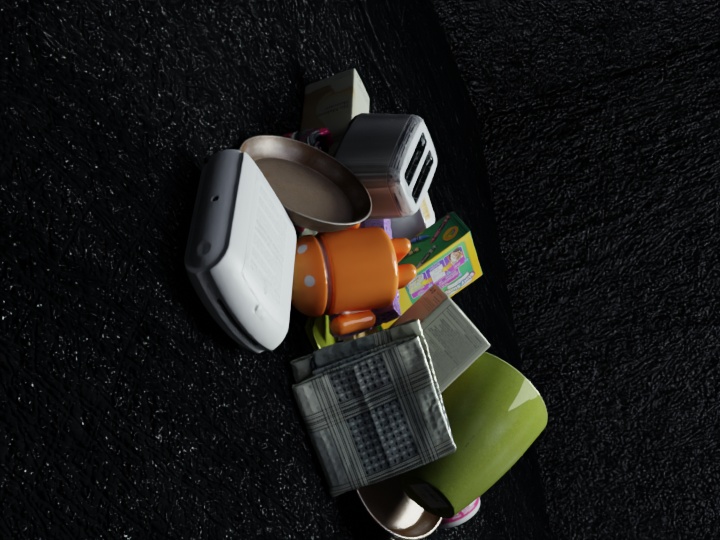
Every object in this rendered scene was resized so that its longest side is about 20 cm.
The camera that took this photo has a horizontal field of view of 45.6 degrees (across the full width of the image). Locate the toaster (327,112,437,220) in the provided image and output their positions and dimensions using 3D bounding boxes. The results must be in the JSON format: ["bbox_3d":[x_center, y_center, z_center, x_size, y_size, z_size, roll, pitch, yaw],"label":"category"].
[{"bbox_3d":[0.032,-0.154,1.299,0.114,0.127,0.202,62,40,-40],"label":"toaster"}]

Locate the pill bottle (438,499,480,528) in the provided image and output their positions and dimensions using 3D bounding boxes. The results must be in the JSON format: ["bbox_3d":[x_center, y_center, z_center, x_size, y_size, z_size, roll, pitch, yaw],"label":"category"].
[{"bbox_3d":[0.133,0.341,1.519,0.113,0.112,0.203,-56,128,-69],"label":"pill bottle"}]

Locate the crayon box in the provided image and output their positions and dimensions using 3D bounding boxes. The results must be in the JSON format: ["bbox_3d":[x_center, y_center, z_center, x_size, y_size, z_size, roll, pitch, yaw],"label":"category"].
[{"bbox_3d":[0.095,0.011,1.381,0.058,0.199,0.119,51,-8,38],"label":"crayon box"}]

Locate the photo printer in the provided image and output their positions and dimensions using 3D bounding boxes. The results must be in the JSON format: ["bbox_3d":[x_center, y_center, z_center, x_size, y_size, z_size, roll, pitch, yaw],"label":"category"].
[{"bbox_3d":[-0.137,-0.016,1.005,0.167,0.068,0.202,59,24,-45],"label":"photo printer"}]

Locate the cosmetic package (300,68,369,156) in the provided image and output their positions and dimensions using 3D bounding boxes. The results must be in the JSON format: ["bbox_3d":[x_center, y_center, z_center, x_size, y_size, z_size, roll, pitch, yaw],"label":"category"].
[{"bbox_3d":[-0.044,-0.246,1.454,0.202,0.104,0.071,-90,156,-45],"label":"cosmetic package"}]

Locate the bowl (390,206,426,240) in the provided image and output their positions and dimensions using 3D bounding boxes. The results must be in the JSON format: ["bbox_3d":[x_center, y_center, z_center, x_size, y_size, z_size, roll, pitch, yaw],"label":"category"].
[{"bbox_3d":[0.016,-0.067,1.441,0.089,0.200,0.204,-19,95,-32],"label":"bowl"}]

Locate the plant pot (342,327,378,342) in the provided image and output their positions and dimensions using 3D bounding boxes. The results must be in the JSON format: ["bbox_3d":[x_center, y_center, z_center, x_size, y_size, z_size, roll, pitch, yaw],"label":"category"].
[{"bbox_3d":[0.004,0.118,1.404,0.200,0.027,0.204,-10,90,-78],"label":"plant pot"}]

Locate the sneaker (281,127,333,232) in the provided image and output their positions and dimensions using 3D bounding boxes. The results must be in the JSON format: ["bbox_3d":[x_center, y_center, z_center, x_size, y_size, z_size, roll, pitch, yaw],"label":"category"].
[{"bbox_3d":[-0.084,-0.145,1.283,0.081,0.074,0.202,57,25,-45],"label":"sneaker"}]

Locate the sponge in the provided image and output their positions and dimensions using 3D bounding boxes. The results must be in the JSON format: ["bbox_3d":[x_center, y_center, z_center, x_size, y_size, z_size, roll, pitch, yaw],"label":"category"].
[{"bbox_3d":[0.000,0.000,1.311,0.030,0.110,0.202,44,32,-46],"label":"sponge"}]

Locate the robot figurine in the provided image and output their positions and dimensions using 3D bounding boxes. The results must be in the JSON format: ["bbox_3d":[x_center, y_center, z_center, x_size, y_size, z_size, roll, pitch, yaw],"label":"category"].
[{"bbox_3d":[-0.023,0.003,1.190,0.117,0.197,0.146,-132,-141,-60],"label":"robot figurine"}]

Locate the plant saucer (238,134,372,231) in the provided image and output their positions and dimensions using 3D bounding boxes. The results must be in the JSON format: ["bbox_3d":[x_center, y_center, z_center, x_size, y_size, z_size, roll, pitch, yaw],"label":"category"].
[{"bbox_3d":[-0.079,-0.115,1.172,0.198,0.035,0.201,23,31,-14],"label":"plant saucer"}]

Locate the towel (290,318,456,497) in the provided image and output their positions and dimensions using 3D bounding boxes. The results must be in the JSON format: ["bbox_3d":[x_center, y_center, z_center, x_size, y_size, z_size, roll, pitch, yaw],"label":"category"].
[{"bbox_3d":[0.017,0.184,1.149,0.035,0.190,0.203,-114,-174,-83],"label":"towel"}]

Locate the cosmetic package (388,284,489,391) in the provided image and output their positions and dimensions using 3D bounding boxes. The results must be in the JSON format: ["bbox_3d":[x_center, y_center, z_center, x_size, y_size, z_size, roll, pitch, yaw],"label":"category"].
[{"bbox_3d":[0.073,0.130,1.215,0.105,0.200,0.071,48,1,-18],"label":"cosmetic package"}]

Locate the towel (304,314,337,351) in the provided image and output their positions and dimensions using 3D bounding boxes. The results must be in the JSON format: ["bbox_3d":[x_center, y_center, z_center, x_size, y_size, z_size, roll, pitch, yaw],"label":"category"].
[{"bbox_3d":[-0.047,0.065,1.325,0.201,0.018,0.087,-75,146,-59],"label":"towel"}]

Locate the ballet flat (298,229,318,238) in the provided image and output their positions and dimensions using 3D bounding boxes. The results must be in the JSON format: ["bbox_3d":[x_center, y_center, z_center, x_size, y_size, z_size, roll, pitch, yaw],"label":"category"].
[{"bbox_3d":[-0.058,-0.059,1.315,0.202,0.061,0.068,-87,156,-44],"label":"ballet flat"}]

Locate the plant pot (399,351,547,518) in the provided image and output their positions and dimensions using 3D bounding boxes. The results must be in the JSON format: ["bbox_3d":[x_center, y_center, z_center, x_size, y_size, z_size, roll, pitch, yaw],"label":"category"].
[{"bbox_3d":[0.146,0.251,1.252,0.200,0.185,0.189,-49,129,-31],"label":"plant pot"}]

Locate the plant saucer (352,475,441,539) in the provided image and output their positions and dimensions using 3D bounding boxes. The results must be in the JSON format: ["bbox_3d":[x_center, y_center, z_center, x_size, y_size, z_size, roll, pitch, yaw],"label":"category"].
[{"bbox_3d":[0.048,0.300,1.271,0.199,0.034,0.203,28,45,-32],"label":"plant saucer"}]

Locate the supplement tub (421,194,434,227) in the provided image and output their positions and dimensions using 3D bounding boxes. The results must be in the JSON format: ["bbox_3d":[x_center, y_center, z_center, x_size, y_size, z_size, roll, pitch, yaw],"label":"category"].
[{"bbox_3d":[0.057,-0.129,1.612,0.145,0.142,0.203,-59,132,-68],"label":"supplement tub"}]

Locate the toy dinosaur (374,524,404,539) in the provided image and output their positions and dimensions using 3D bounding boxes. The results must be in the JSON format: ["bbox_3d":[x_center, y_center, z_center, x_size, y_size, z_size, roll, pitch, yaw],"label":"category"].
[{"bbox_3d":[0.054,0.391,1.315,0.102,0.077,0.202,36,43,-21],"label":"toy dinosaur"}]
